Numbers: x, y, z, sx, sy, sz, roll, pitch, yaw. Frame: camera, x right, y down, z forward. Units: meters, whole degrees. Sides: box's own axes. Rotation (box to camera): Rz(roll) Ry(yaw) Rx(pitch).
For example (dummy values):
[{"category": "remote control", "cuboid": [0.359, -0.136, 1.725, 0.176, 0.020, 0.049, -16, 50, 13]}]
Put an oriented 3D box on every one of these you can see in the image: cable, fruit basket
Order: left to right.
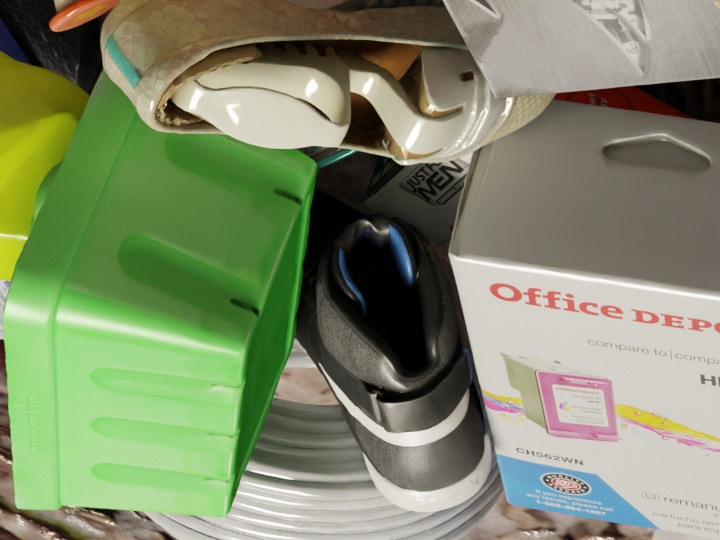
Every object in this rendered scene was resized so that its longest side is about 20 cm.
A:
[{"category": "fruit basket", "cuboid": [-0.125, -0.008, 1.087, 0.214, 0.156, 0.216, 16, 151, 9]}, {"category": "cable", "cuboid": [-0.022, 0.056, 1.243, 0.199, 0.200, 0.070, 29, 133, 25]}]

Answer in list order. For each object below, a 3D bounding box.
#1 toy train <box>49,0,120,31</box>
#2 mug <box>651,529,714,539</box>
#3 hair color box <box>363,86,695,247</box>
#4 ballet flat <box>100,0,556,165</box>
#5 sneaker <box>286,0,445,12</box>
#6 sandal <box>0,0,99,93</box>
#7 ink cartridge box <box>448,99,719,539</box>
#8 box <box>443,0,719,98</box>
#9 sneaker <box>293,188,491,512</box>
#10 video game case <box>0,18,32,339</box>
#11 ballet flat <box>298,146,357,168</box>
[{"category": "toy train", "cuboid": [-0.071, -0.131, 1.001, 0.149, 0.056, 0.200, -12, -179, -13]}, {"category": "mug", "cuboid": [0.230, 0.170, 1.361, 0.152, 0.150, 0.187, 15, 144, 21]}, {"category": "hair color box", "cuboid": [0.114, -0.027, 1.175, 0.199, 0.062, 0.101, 26, 150, -15]}, {"category": "ballet flat", "cuboid": [-0.003, -0.064, 0.997, 0.199, 0.062, 0.068, 3, 129, -28]}, {"category": "sneaker", "cuboid": [0.027, -0.129, 1.052, 0.199, 0.080, 0.079, -16, 144, 7]}, {"category": "sandal", "cuboid": [-0.163, -0.090, 1.247, 0.076, 0.043, 0.200, 39, 149, 1]}, {"category": "ink cartridge box", "cuboid": [0.124, 0.026, 1.113, 0.144, 0.085, 0.200, 8, 146, 17]}, {"category": "box", "cuboid": [0.106, -0.139, 0.906, 0.199, 0.048, 0.159, -2, 132, 34]}, {"category": "sneaker", "cuboid": [0.000, 0.000, 1.163, 0.073, 0.200, 0.112, -23, 137, -12]}, {"category": "video game case", "cuboid": [-0.204, -0.056, 1.241, 0.181, 0.045, 0.201, -5, 125, 49]}, {"category": "ballet flat", "cuboid": [-0.059, -0.063, 1.213, 0.072, 0.072, 0.200, 34, 146, -26]}]
